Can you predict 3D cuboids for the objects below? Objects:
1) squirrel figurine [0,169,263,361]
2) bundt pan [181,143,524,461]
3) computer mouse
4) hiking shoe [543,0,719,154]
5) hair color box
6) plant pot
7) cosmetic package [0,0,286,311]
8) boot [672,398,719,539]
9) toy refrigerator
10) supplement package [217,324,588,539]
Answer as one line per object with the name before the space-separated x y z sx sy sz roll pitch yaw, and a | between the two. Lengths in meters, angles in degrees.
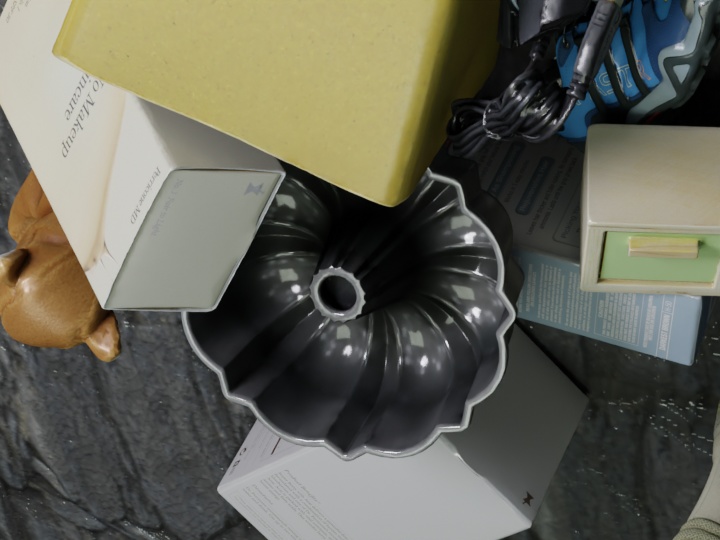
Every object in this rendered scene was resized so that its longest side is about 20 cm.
squirrel figurine | -0.145 -0.041 1.359 0.200 0.187 0.142 -25 116 44
bundt pan | 0.000 0.000 1.243 0.202 0.076 0.202 8 114 19
computer mouse | 0.098 -0.150 1.081 0.046 0.200 0.140 29 174 -15
hiking shoe | 0.144 -0.125 1.192 0.087 0.074 0.200 24 140 5
hair color box | 0.111 -0.024 1.296 0.200 0.099 0.061 16 139 15
plant pot | -0.013 -0.190 1.138 0.195 0.194 0.200 24 123 6
cosmetic package | -0.126 -0.083 1.205 0.073 0.200 0.104 2 131 -36
boot | 0.271 0.185 1.376 0.200 0.155 0.072 46 137 -19
toy refrigerator | 0.219 -0.027 1.198 0.200 0.070 0.076 3 150 2
supplement package | 0.027 0.114 1.471 0.121 0.120 0.200 46 137 -16
